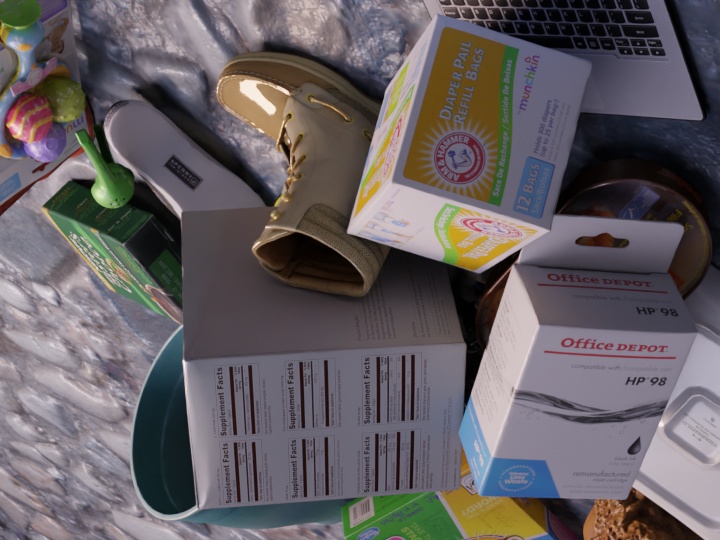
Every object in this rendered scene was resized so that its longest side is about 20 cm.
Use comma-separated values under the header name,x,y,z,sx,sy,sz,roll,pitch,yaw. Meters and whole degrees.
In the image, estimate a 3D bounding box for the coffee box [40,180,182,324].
name,x,y,z,sx,sy,sz,roll,pitch,yaw
coffee box,-0.219,-0.015,1.516,0.200,0.044,0.123,22,153,54

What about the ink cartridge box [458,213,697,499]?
name,x,y,z,sx,sy,sz,roll,pitch,yaw
ink cartridge box,0.149,0.063,1.080,0.115,0.067,0.201,3,128,-14

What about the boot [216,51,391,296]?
name,x,y,z,sx,sy,sz,roll,pitch,yaw
boot,-0.047,-0.072,1.179,0.199,0.156,0.073,27,144,11

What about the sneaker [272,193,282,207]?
name,x,y,z,sx,sy,sz,roll,pitch,yaw
sneaker,0.000,0.000,1.349,0.200,0.075,0.076,53,174,-30

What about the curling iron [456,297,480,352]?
name,x,y,z,sx,sy,sz,roll,pitch,yaw
curling iron,0.150,0.090,1.330,0.200,0.050,0.026,37,125,-19

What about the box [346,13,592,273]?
name,x,y,z,sx,sy,sz,roll,pitch,yaw
box,0.064,-0.075,1.028,0.101,0.113,0.200,16,170,-6

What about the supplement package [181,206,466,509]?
name,x,y,z,sx,sy,sz,roll,pitch,yaw
supplement package,-0.033,0.060,1.213,0.199,0.192,0.148,-3,125,-4

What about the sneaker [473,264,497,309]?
name,x,y,z,sx,sy,sz,roll,pitch,yaw
sneaker,0.134,0.031,1.245,0.085,0.077,0.201,26,141,30

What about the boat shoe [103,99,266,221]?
name,x,y,z,sx,sy,sz,roll,pitch,yaw
boat shoe,-0.145,-0.076,1.389,0.200,0.069,0.057,48,179,-22

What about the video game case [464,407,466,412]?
name,x,y,z,sx,sy,sz,roll,pitch,yaw
video game case,0.050,0.119,1.383,0.181,0.023,0.200,18,178,20

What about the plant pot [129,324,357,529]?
name,x,y,z,sx,sy,sz,roll,pitch,yaw
plant pot,-0.087,0.159,1.517,0.187,0.201,0.199,23,162,-36

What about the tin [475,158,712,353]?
name,x,y,z,sx,sy,sz,roll,pitch,yaw
tin,0.163,0.005,1.119,0.112,0.042,0.200,35,125,-7

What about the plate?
name,x,y,z,sx,sy,sz,roll,pitch,yaw
plate,0.256,0.110,1.177,0.199,0.032,0.200,35,125,1

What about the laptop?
name,x,y,z,sx,sy,sz,roll,pitch,yaw
laptop,0.086,-0.139,0.989,0.186,0.116,0.200,10,142,39

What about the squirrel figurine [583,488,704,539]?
name,x,y,z,sx,sy,sz,roll,pitch,yaw
squirrel figurine,0.227,0.274,1.369,0.141,0.187,0.201,20,147,26

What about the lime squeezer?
name,x,y,z,sx,sy,sz,roll,pitch,yaw
lime squeezer,-0.221,-0.087,1.363,0.071,0.038,0.200,51,-179,-9

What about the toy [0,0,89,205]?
name,x,y,z,sx,sy,sz,roll,pitch,yaw
toy,-0.269,-0.141,1.340,0.047,0.115,0.201,34,147,26

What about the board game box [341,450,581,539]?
name,x,y,z,sx,sy,sz,roll,pitch,yaw
board game box,0.101,0.255,1.515,0.153,0.040,0.200,-32,125,20

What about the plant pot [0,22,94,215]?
name,x,y,z,sx,sy,sz,roll,pitch,yaw
plant pot,-0.378,-0.111,1.437,0.200,0.196,0.201,26,150,16
